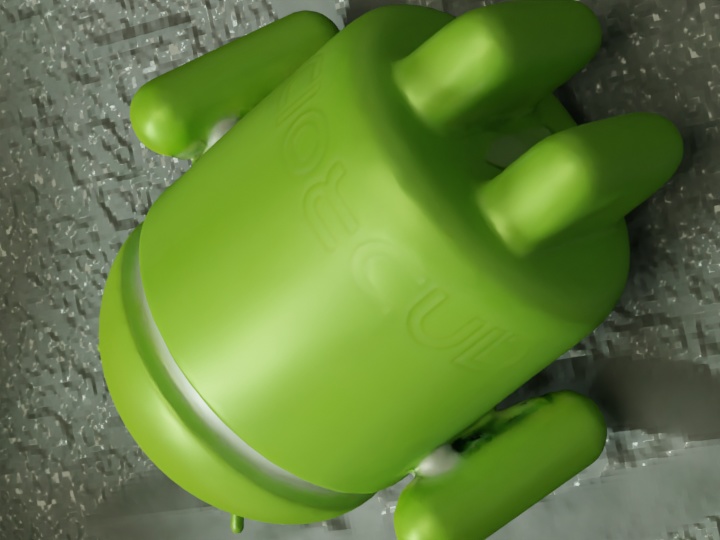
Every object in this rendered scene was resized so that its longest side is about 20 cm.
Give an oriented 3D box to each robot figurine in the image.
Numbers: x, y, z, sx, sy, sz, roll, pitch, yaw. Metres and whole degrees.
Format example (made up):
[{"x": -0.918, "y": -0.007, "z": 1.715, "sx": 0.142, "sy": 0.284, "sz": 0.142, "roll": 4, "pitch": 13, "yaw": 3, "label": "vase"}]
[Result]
[{"x": 0.000, "y": 0.000, "z": 0.650, "sx": 0.200, "sy": 0.116, "sz": 0.176, "roll": -41, "pitch": 79, "yaw": 31, "label": "robot figurine"}]
